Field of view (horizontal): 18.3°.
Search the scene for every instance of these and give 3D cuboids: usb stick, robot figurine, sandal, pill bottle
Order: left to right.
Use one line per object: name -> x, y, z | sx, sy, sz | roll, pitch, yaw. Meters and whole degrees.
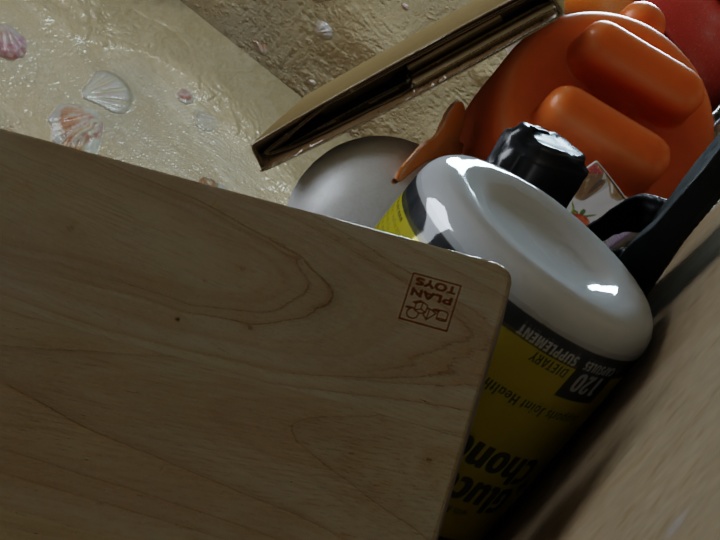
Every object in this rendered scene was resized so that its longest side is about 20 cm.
pill bottle -> 0.015, 0.060, 0.886 | 0.200, 0.112, 0.112 | -52, 0, 20
usb stick -> 0.034, 0.026, 0.964 | 0.055, 0.033, 0.200 | 7, -62, -58
robot figurine -> 0.106, -0.059, 1.138 | 0.117, 0.144, 0.200 | -8, -11, -12
sandal -> 0.102, -0.003, 0.947 | 0.075, 0.045, 0.200 | -54, -3, -43

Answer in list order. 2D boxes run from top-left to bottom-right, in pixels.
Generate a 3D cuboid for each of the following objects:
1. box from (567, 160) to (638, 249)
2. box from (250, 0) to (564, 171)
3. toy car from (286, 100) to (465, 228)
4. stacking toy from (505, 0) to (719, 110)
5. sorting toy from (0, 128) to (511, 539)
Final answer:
box -> 0.040, 0.025, 1.021 | 0.200, 0.039, 0.041 | -36, -15, 0
box -> 0.030, -0.109, 1.150 | 0.163, 0.021, 0.200 | -28, 7, 11
toy car -> 0.000, 0.000, 1.119 | 0.200, 0.184, 0.177 | -51, -13, 12
stacking toy -> 0.193, -0.147, 1.295 | 0.200, 0.146, 0.146 | -32, -2, -5
sorting toy -> -0.071, 0.073, 0.765 | 0.070, 0.200, 0.199 | 93, -166, -64
